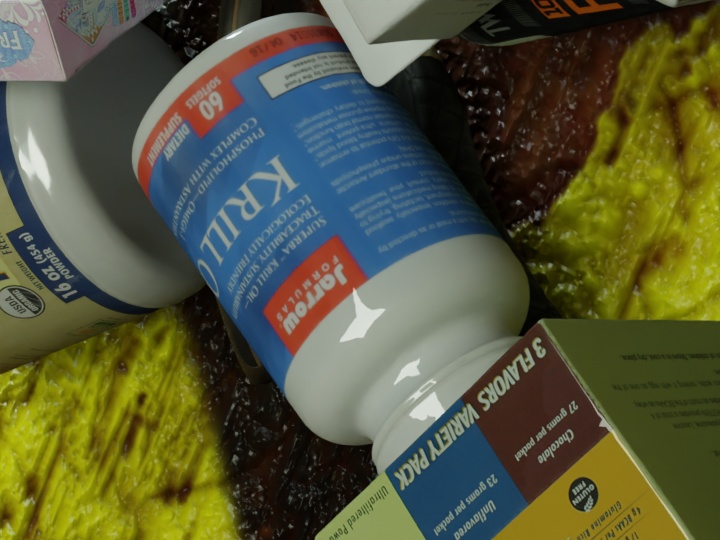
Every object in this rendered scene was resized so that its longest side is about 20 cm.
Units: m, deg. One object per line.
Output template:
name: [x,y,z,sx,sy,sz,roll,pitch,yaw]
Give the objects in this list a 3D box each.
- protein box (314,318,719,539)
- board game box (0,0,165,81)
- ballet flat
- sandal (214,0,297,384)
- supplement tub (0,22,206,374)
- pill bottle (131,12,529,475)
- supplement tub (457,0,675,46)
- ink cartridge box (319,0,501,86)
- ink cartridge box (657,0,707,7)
protein box: [0.128,0.138,1.081,0.135,0.198,0.200,-45,65,26]
board game box: [-0.160,-0.149,1.293,0.199,0.199,0.044,3,123,33]
ballet flat: [0.052,-0.017,1.238,0.067,0.057,0.201,116,136,-67]
sandal: [-0.035,-0.049,1.286,0.054,0.082,0.201,3,82,12]
supplement tub: [-0.175,-0.026,1.325,0.199,0.144,0.145,-22,76,31]
pill bottle: [0.000,0.000,1.161,0.112,0.112,0.200,-48,63,23]
supplement tub: [0.094,-0.162,1.164,0.199,0.122,0.123,-11,82,33]
ink cartridge box: [0.032,-0.167,1.090,0.200,0.067,0.116,-37,77,30]
ink cartridge box: [0.065,-0.195,0.976,0.199,0.084,0.145,27,110,25]
